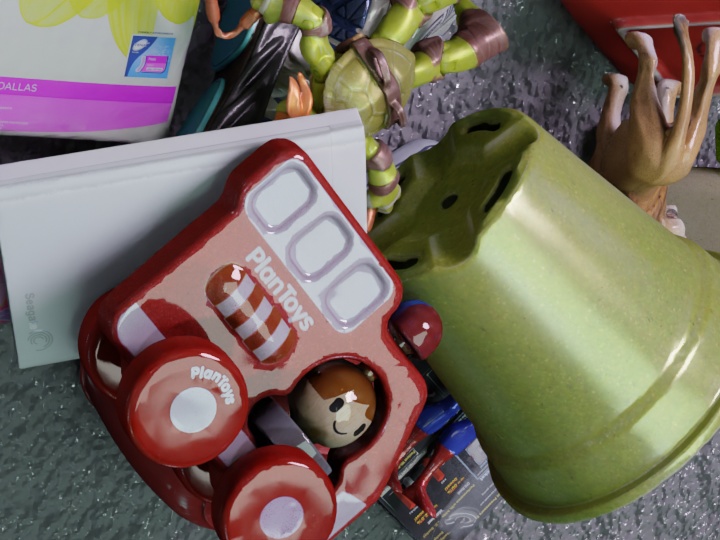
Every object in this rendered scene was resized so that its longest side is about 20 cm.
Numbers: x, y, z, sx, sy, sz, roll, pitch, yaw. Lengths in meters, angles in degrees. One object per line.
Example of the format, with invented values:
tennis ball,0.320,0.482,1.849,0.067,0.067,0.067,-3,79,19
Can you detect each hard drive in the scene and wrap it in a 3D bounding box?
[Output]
hard drive,-0.095,-0.017,1.282,0.199,0.026,0.132,-10,133,-10

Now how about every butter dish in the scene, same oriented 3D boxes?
butter dish,0.242,-0.201,1.480,0.200,0.198,0.149,35,58,-61

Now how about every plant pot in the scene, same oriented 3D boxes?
plant pot,0.102,0.012,1.375,0.200,0.200,0.184,-47,118,-3

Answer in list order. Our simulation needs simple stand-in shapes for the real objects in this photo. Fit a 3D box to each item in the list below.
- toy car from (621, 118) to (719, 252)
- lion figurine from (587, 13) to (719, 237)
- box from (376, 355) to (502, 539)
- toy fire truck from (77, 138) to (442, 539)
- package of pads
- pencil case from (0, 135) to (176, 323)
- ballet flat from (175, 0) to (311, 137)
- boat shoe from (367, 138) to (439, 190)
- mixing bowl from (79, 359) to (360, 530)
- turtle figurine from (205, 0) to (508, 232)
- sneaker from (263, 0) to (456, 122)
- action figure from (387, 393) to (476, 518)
toy car,0.263,-0.023,1.616,0.200,0.157,0.166,-9,98,-59
lion figurine,0.177,-0.073,1.453,0.200,0.072,0.123,82,17,-76
box,0.073,0.077,1.585,0.200,0.050,0.158,-46,131,-4
toy fire truck,-0.042,0.051,1.260,0.168,0.112,0.200,-40,117,-3
package of pads,-0.181,-0.153,1.275,0.199,0.068,0.155,0,116,-35
pencil case,-0.159,-0.023,1.351,0.199,0.087,0.088,-14,122,-26
ballet flat,-0.061,-0.104,1.349,0.068,0.068,0.201,29,70,-21
boat shoe,0.000,0.000,1.467,0.200,0.091,0.071,-41,130,-9
mixing bowl,-0.059,0.087,1.407,0.199,0.109,0.201,-14,148,-9
turtle figurine,0.003,-0.118,1.296,0.161,0.064,0.201,-39,120,-19
sneaker,0.019,-0.149,1.406,0.200,0.077,0.085,-41,164,13
action figure,0.090,0.068,1.529,0.065,0.052,0.200,37,88,-37
